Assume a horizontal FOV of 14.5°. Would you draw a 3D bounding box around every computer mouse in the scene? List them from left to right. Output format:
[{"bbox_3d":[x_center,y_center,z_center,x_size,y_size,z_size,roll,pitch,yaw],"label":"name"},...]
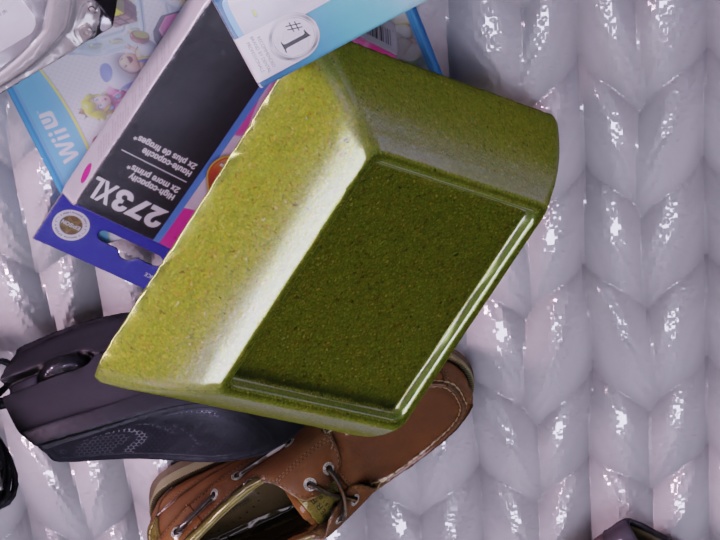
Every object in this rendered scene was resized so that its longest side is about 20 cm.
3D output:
[{"bbox_3d":[-0.121,0.059,1.434,0.200,0.139,0.053,-4,127,-13],"label":"computer mouse"}]

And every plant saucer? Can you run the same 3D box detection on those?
[{"bbox_3d":[0.000,0.000,1.359,0.200,0.048,0.200,15,114,-50],"label":"plant saucer"}]

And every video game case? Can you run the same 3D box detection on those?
[{"bbox_3d":[-0.068,-0.097,1.381,0.200,0.018,0.143,-18,126,9],"label":"video game case"}]

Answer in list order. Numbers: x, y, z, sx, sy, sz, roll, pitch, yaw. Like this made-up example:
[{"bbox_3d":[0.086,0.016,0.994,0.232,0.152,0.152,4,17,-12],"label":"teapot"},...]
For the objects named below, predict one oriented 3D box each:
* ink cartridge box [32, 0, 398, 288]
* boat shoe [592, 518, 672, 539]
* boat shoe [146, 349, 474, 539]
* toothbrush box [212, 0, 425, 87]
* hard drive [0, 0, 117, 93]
[{"bbox_3d":[-0.073,-0.060,1.377,0.095,0.037,0.200,25,122,-20],"label":"ink cartridge box"},{"bbox_3d":[0.205,0.202,1.587,0.200,0.072,0.065,31,123,-17],"label":"boat shoe"},{"bbox_3d":[-0.023,0.112,1.505,0.200,0.068,0.072,-31,120,17],"label":"boat shoe"},{"bbox_3d":[0.006,-0.197,1.243,0.200,0.085,0.147,-27,116,1],"label":"toothbrush box"},{"bbox_3d":[-0.224,-0.161,1.301,0.140,0.038,0.200,-28,117,16],"label":"hard drive"}]
